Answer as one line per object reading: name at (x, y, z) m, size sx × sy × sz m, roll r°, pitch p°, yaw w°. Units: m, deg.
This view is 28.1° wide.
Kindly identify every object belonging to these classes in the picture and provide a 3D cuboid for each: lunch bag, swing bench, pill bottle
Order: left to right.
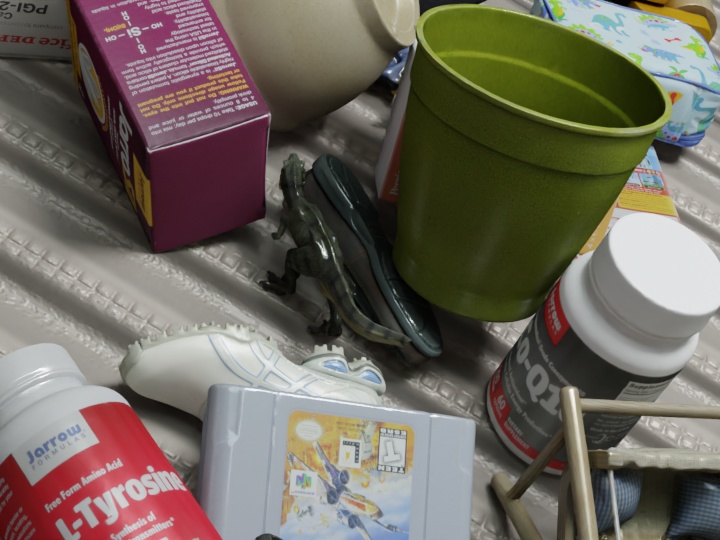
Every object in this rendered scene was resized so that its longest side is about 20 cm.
pill bottle at (-0.169, 0.147, 0.897) m, size 0.112 × 0.113 × 0.200 m, roll -21°, pitch 62°, yaw -39°
pill bottle at (0.185, 0.057, 1.095) m, size 0.113 × 0.201 × 0.115 m, roll 14°, pitch 45°, yaw -15°
lunch bag at (0.264, -0.210, 1.455) m, size 0.198 × 0.083 × 0.161 m, roll 11°, pitch 37°, yaw -17°
swing bench at (0.227, 0.204, 1.035) m, size 0.197 × 0.130 × 0.201 m, roll 4°, pitch 49°, yaw -24°

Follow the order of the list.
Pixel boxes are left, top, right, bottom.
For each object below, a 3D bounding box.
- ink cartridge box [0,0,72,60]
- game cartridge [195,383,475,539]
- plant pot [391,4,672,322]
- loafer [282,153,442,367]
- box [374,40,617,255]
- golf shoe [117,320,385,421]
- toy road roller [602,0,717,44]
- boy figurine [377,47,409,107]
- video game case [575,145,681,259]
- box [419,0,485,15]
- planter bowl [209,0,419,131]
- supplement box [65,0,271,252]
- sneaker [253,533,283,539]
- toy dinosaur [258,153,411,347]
ink cartridge box at (-0.255, -0.267, 1.167) m, size 0.144 × 0.200 × 0.085 m, roll -1°, pitch 56°, yaw -27°
game cartridge at (-0.014, 0.156, 0.985) m, size 0.198 × 0.042 × 0.134 m, roll 10°, pitch 69°, yaw -20°
plant pot at (0.111, -0.072, 1.107) m, size 0.198 × 0.194 × 0.201 m, roll 13°, pitch 30°, yaw -8°
loafer at (0.000, 0.000, 1.168) m, size 0.072 × 0.063 × 0.201 m, roll 20°, pitch 38°, yaw -57°
box at (0.123, -0.105, 1.235) m, size 0.198 × 0.125 × 0.098 m, roll 14°, pitch 19°, yaw -6°
golf shoe at (-0.074, 0.098, 1.021) m, size 0.198 × 0.078 × 0.098 m, roll 10°, pitch 53°, yaw -17°
toy road roller at (0.307, -0.328, 1.548) m, size 0.198 × 0.146 × 0.124 m, roll 12°, pitch 46°, yaw -17°
boy figurine at (0.067, -0.178, 1.350) m, size 0.199 × 0.065 × 0.125 m, roll 30°, pitch 41°, yaw 6°
video game case at (0.236, -0.069, 1.369) m, size 0.142 × 0.018 × 0.201 m, roll 8°, pitch 48°, yaw -20°
box at (0.030, -0.370, 1.395) m, size 0.200 × 0.117 × 0.198 m, roll 51°, pitch 19°, yaw -49°
planter bowl at (-0.031, -0.233, 1.225) m, size 0.200 × 0.134 × 0.202 m, roll 45°, pitch 39°, yaw -52°
supplement box at (-0.155, -0.139, 1.140) m, size 0.102 × 0.131 × 0.201 m, roll -18°, pitch 59°, yaw -19°
sneaker at (0.017, 0.209, 0.913) m, size 0.199 × 0.096 × 0.079 m, roll 35°, pitch 9°, yaw -20°
toy dinosaur at (-0.032, 0.003, 1.115) m, size 0.047 × 0.088 × 0.201 m, roll -12°, pitch 57°, yaw -34°
